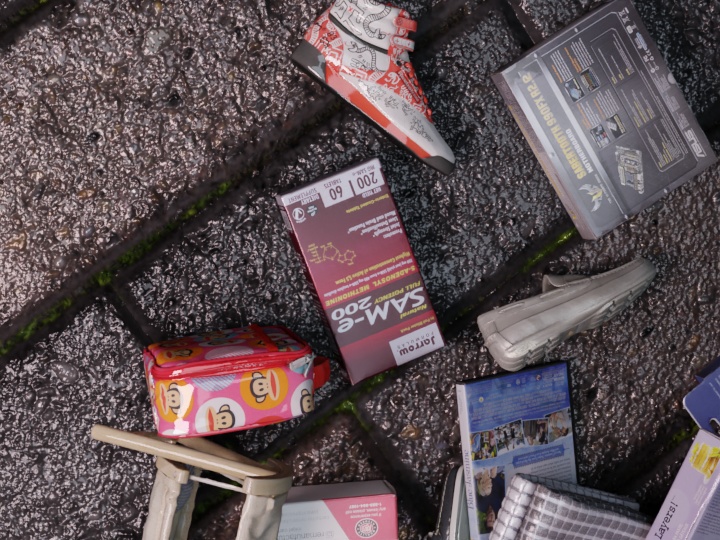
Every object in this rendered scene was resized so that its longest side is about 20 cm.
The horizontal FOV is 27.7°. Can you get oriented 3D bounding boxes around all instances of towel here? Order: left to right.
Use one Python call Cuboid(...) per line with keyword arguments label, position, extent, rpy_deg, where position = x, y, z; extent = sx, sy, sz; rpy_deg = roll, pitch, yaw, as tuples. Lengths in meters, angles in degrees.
Cuboid(label="towel", position=(0.213, 0.303, 1.464), extent=(0.199, 0.085, 0.167), rpy_deg=(18, 90, -36))

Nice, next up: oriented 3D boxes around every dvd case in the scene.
Cuboid(label="dvd case", position=(0.166, 0.201, 1.492), extent=(0.142, 0.017, 0.202), rpy_deg=(-9, 95, -33))

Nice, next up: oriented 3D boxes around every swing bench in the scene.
Cuboid(label="swing bench", position=(-0.159, 0.265, 1.370), extent=(0.198, 0.129, 0.201), rpy_deg=(14, 92, 29))

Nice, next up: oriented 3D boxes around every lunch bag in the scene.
Cuboid(label="lunch bag", position=(-0.113, 0.101, 1.378), extent=(0.174, 0.200, 0.083), rpy_deg=(-7, 96, -11))

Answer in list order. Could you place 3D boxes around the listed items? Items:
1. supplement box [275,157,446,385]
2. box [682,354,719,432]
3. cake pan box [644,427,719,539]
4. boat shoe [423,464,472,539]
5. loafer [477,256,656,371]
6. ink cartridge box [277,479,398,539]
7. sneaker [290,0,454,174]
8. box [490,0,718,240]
Cuboid(label="supplement box", position=(0.000, 0.000, 1.460), extent=(0.108, 0.061, 0.202), rpy_deg=(-22, 97, -7))
Cuboid(label="box", position=(0.443, 0.118, 1.550), extent=(0.199, 0.032, 0.122), rpy_deg=(-39, 98, -6))
Cuboid(label="cake pan box", position=(0.373, 0.267, 1.486), extent=(0.199, 0.052, 0.186), rpy_deg=(19, 100, -43))
Cuboid(label="boat shoe", position=(0.089, 0.298, 1.488), extent=(0.060, 0.075, 0.202), rpy_deg=(-3, 77, 33))
Cuboid(label="loafer", position=(0.212, 0.030, 1.491), extent=(0.199, 0.070, 0.070), rpy_deg=(-25, 69, -18))
Cuboid(label="ink cartridge box", position=(-0.033, 0.320, 1.461), extent=(0.145, 0.083, 0.202), rpy_deg=(-4, 94, -9))
Cuboid(label="sneaker", position=(0.038, -0.193, 1.451), extent=(0.201, 0.067, 0.108), rpy_deg=(38, 90, -6))
Cuboid(label="box", position=(0.251, -0.156, 1.496), extent=(0.158, 0.048, 0.201), rpy_deg=(-32, 97, -5))
